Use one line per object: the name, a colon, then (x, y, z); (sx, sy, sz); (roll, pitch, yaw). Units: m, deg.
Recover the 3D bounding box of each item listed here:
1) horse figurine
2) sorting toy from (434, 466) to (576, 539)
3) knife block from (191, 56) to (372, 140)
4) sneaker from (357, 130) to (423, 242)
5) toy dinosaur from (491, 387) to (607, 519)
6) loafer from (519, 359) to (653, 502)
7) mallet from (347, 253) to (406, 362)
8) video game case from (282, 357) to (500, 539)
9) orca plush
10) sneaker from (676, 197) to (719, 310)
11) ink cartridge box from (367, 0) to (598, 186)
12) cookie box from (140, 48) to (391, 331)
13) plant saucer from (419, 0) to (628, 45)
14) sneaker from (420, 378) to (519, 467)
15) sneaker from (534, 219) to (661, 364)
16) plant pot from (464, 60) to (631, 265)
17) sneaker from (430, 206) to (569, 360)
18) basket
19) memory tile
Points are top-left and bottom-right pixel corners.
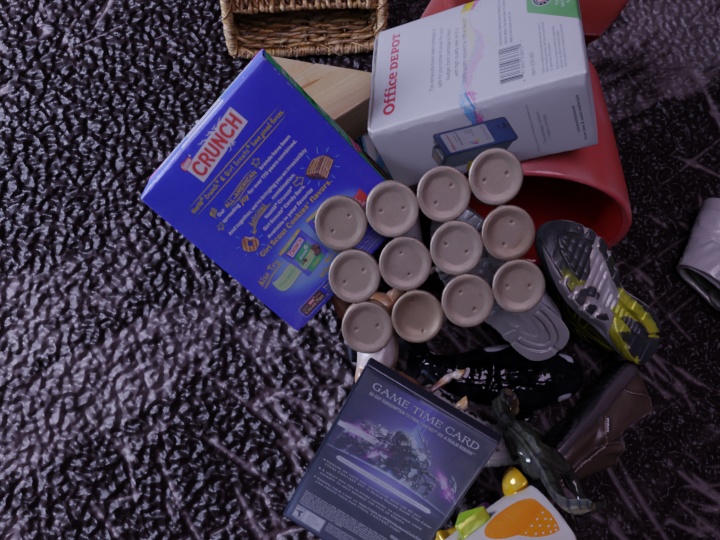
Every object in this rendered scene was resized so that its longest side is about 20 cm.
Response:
horse figurine: (0.036, 0.082, 0.690); (0.130, 0.050, 0.205); (-11, 77, 14)
sorting toy: (0.094, 0.287, 0.650); (0.177, 0.202, 0.108); (-22, 48, -9)
knife block: (-0.082, -0.129, 0.734); (0.195, 0.064, 0.179); (12, 75, 9)
sneaker: (0.045, -0.118, 0.785); (0.079, 0.077, 0.205); (-13, 77, -2)
toy dinosaur: (0.172, 0.183, 0.635); (0.047, 0.200, 0.089); (-39, 111, 1)
loafer: (0.243, 0.184, 0.735); (0.200, 0.073, 0.071); (-43, 84, -13)
mallet: (0.000, 0.000, 0.760); (0.064, 0.041, 0.205); (-12, 84, -5)
video game case: (0.025, 0.200, 0.674); (0.141, 0.019, 0.203); (29, 112, 2)
orca plush: (0.151, 0.100, 0.746); (0.196, 0.071, 0.107); (21, 75, -1)
sneaker: (0.465, 0.015, 0.808); (0.198, 0.074, 0.117); (30, 76, 12)
ink cartridge box: (0.113, -0.177, 0.658); (0.196, 0.088, 0.148); (-10, 53, 21)
cookie box: (-0.077, -0.075, 0.671); (0.171, 0.075, 0.200); (-45, 113, 8)
plant saucer: (0.164, -0.262, 0.781); (0.195, 0.200, 0.038); (0, 93, -6)
sneaker: (0.089, 0.157, 0.723); (0.195, 0.076, 0.090); (3, 76, -6)
sneaker: (0.233, 0.029, 0.739); (0.200, 0.084, 0.075); (47, 67, -22)
plant pot: (0.187, -0.128, 0.756); (0.195, 0.201, 0.181); (9, 67, -4)
sneaker: (0.141, 0.005, 0.734); (0.076, 0.081, 0.201); (-33, 109, 23)
basket: (-0.065, -0.346, 0.797); (0.195, 0.143, 0.153); (-3, 75, -7)
memory tile: (0.064, -0.014, 0.643); (0.196, 0.017, 0.157); (-15, 100, 5)
